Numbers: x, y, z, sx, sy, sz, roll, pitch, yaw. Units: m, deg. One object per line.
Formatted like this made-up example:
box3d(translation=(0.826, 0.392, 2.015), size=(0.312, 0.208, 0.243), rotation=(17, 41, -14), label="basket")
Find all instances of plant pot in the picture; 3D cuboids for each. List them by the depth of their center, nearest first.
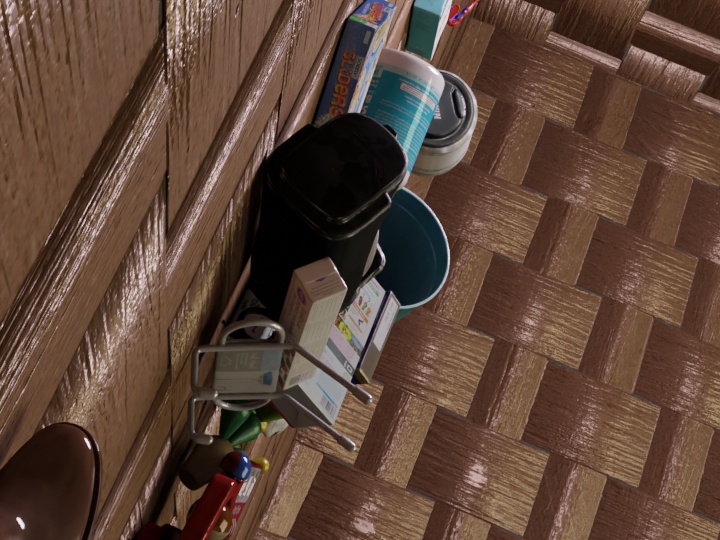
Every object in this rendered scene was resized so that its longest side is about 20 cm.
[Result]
box3d(translation=(0.000, 0.000, 1.954), size=(0.188, 0.199, 0.202), rotation=(-46, -163, 54), label="plant pot")

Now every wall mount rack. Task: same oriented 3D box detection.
box3d(translation=(-0.083, 0.123, 1.326), size=(0.201, 0.171, 0.075), rotation=(106, -18, -59), label="wall mount rack")

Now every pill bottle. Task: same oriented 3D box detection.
box3d(translation=(0.029, -0.182, 1.782), size=(0.111, 0.110, 0.202), rotation=(92, 19, -81), label="pill bottle")

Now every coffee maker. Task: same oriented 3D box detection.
box3d(translation=(-0.043, -0.032, 1.337), size=(0.201, 0.133, 0.194), rotation=(105, 8, -62), label="coffee maker")

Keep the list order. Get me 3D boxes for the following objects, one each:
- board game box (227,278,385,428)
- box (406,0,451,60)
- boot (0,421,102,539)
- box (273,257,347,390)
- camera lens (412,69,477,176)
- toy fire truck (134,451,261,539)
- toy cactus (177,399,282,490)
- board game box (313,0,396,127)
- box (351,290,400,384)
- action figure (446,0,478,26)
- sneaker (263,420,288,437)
box3d(translation=(-0.059, 0.052, 1.518), size=(0.148, 0.064, 0.201), rotation=(54, 44, -32), label="board game box")
box3d(translation=(0.116, -0.424, 2.224), size=(0.200, 0.049, 0.083), rotation=(97, 14, -78), label="box")
box3d(translation=(-0.180, 0.109, 0.646), size=(0.201, 0.063, 0.188), rotation=(99, 9, -54), label="boot")
box3d(translation=(-0.055, 0.055, 1.318), size=(0.041, 0.039, 0.201), rotation=(-23, 159, -22), label="box")
box3d(translation=(0.132, -0.272, 2.516), size=(0.200, 0.158, 0.162), rotation=(99, 13, -77), label="camera lens")
box3d(translation=(-0.160, 0.271, 1.427), size=(0.200, 0.111, 0.170), rotation=(74, 39, -78), label="toy fire truck")
box3d(translation=(-0.150, 0.184, 1.549), size=(0.165, 0.102, 0.201), rotation=(-40, 161, -41), label="toy cactus")
box3d(translation=(-0.017, -0.202, 1.540), size=(0.136, 0.034, 0.202), rotation=(-63, 173, -65), label="board game box")
box3d(translation=(-0.055, 0.088, 1.630), size=(0.033, 0.198, 0.122), rotation=(55, 44, -35), label="box")
box3d(translation=(0.178, -0.507, 2.517), size=(0.099, 0.065, 0.200), rotation=(-52, 179, 6), label="action figure")
box3d(translation=(-0.134, 0.225, 2.213), size=(0.081, 0.075, 0.200), rotation=(-55, 175, 3), label="sneaker")
